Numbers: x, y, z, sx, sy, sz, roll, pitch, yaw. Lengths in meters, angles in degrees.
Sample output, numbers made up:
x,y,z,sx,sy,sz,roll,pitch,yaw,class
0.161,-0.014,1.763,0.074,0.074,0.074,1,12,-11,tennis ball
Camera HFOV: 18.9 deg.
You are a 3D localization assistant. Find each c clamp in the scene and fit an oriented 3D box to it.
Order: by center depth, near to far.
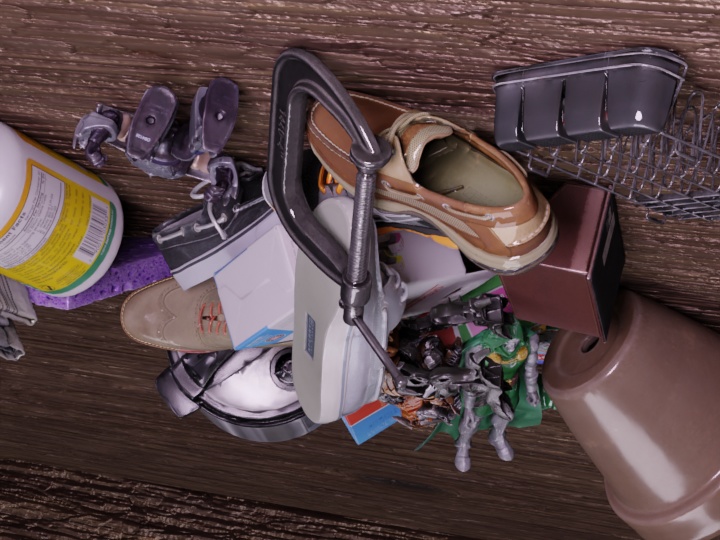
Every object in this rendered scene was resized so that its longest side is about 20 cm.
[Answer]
x,y,z,sx,sy,sz,roll,pitch,yaw,class
-0.011,-0.045,1.443,0.171,0.027,0.201,46,149,37,c clamp

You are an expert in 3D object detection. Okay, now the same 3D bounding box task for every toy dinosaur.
x,y,z,sx,sy,sz,roll,pitch,yaw,class
0.048,0.074,1.699,0.135,0.103,0.200,-7,170,16,toy dinosaur

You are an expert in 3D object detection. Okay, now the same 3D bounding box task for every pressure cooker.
x,y,z,sx,sy,sz,roll,pitch,yaw,class
-0.084,0.057,1.924,0.177,0.178,0.200,10,171,4,pressure cooker

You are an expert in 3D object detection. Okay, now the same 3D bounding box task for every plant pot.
x,y,z,sx,sy,sz,roll,pitch,yaw,class
0.253,0.107,1.861,0.174,0.201,0.200,40,156,-24,plant pot

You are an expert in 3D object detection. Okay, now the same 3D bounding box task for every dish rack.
x,y,z,sx,sy,sz,roll,pitch,yaw,class
0.193,-0.077,1.369,0.199,0.055,0.153,20,167,-36,dish rack

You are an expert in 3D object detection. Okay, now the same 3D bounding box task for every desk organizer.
x,y,z,sx,sy,sz,roll,pitch,yaw,class
0.153,-0.009,1.653,0.076,0.072,0.200,12,167,13,desk organizer

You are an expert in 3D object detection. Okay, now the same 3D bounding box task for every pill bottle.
x,y,z,sx,sy,sz,roll,pitch,yaw,class
-0.295,-0.058,1.779,0.112,0.114,0.200,4,165,33,pill bottle

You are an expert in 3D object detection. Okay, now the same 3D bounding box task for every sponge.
x,y,z,sx,sy,sz,roll,pitch,yaw,class
-0.242,-0.001,1.966,0.111,0.030,0.199,5,-168,33,sponge

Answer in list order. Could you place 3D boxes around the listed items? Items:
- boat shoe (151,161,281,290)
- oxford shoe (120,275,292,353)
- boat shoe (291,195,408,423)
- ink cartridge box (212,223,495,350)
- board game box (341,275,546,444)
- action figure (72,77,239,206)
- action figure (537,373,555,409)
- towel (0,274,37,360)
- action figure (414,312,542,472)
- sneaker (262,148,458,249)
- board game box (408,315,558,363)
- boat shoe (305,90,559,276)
x,y,z,sx,sy,sz,roll,pitch,yaw,class
-0.097,-0.050,1.720,0.068,0.074,0.199,54,142,-6,boat shoe
-0.108,0.032,1.787,0.198,0.071,0.075,-4,-179,10,oxford shoe
-0.004,0.024,1.576,0.071,0.070,0.202,-15,135,-25,boat shoe
0.000,0.000,1.700,0.199,0.068,0.115,-10,166,-34,ink cartridge box
0.067,0.070,1.860,0.199,0.041,0.153,-31,166,-3,board game box
-0.145,-0.093,1.592,0.129,0.070,0.200,10,171,-10,action figure
0.111,0.100,1.981,0.199,0.055,0.118,8,-174,41,action figure
-0.350,-0.034,1.810,0.034,0.201,0.192,-28,151,18,towel
0.113,0.098,1.826,0.117,0.055,0.201,-15,147,-14,action figure
0.018,-0.066,1.558,0.198,0.079,0.077,3,151,23,sneaker
0.163,0.058,2.021,0.199,0.029,0.134,3,163,36,board game box
0.046,-0.074,1.425,0.199,0.076,0.074,29,159,29,boat shoe
